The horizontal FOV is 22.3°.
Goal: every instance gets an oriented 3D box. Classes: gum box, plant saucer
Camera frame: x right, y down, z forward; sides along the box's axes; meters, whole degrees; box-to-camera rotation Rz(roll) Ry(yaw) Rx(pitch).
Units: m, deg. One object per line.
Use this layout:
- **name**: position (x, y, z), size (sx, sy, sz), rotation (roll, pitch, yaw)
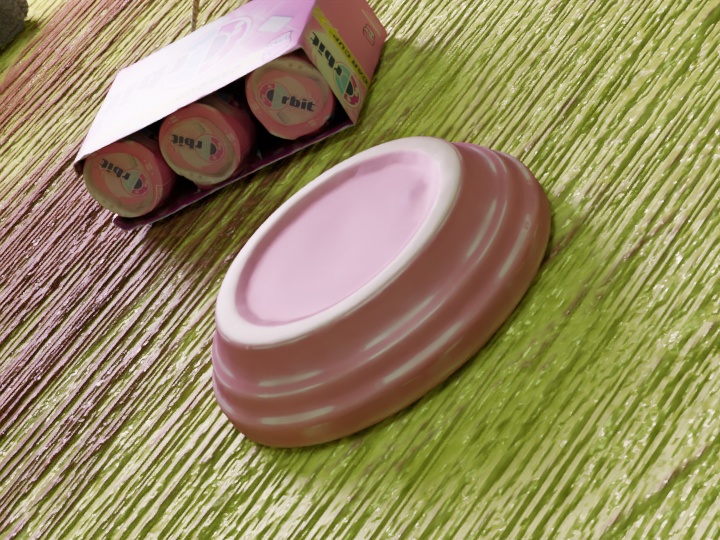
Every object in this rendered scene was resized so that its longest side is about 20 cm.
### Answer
- **gum box**: position (-0.089, -0.111, 1.193), size (0.199, 0.066, 0.114), rotation (-23, 29, 28)
- **plant saucer**: position (0.000, 0.000, 0.930), size (0.200, 0.051, 0.201), rotation (-30, 27, 17)

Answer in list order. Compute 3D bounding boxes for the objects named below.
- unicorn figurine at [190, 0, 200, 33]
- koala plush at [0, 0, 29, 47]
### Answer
- **unicorn figurine**: position (-0.105, -0.294, 1.487), size (0.200, 0.074, 0.137), rotation (-38, 37, -13)
- **koala plush**: position (-0.447, -0.261, 1.765), size (0.184, 0.177, 0.200), rotation (-48, 30, 3)
